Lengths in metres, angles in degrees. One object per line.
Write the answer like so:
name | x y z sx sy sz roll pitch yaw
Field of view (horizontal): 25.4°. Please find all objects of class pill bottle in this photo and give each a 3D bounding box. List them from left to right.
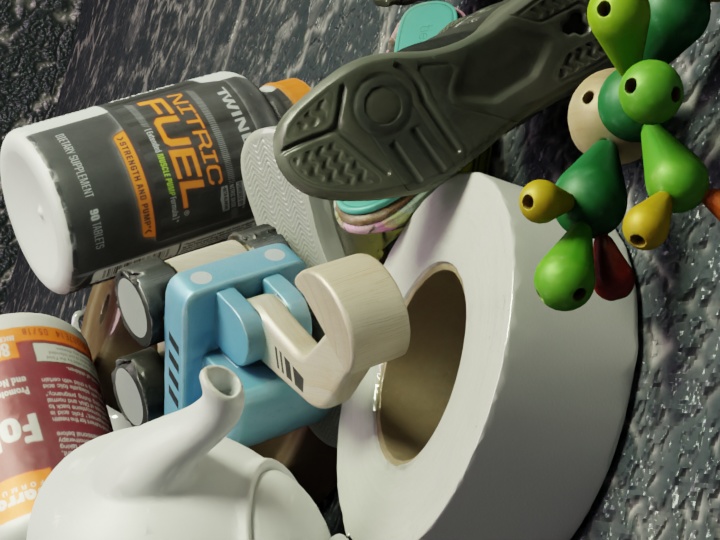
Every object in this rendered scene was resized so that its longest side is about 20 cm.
pill bottle | -0.195 0.136 0.957 0.114 0.114 0.201 -57 45 41
pill bottle | -0.117 -0.064 1.011 0.106 0.199 0.107 40 141 44

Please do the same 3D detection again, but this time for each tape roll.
tape roll | 0.058 0.056 0.811 0.202 0.070 0.204 -164 90 -70

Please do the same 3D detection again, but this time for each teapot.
teapot | -0.069 0.168 0.826 0.200 0.145 0.199 35 -137 -69

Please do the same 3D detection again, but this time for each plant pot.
plant pot | -0.094 0.046 1.090 0.200 0.174 0.201 -163 90 -71

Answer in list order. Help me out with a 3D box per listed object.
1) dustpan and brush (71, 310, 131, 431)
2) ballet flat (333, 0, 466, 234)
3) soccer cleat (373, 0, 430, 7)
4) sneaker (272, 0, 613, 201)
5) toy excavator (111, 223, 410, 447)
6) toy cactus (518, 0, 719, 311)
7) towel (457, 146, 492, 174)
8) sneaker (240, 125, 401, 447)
dustpan and brush | -0.161 0.123 1.143 0.057 0.139 0.201 0 110 39
ballet flat | 0.034 -0.076 0.942 0.201 0.069 0.071 -75 -26 -43
soccer cleat | 0.080 -0.210 0.971 0.200 0.086 0.070 0 117 52
sneaker | 0.041 -0.089 0.851 0.076 0.199 0.114 60 165 -1
toy excavator | -0.047 0.044 0.873 0.200 0.100 0.195 41 138 41
toy cactus | 0.131 -0.075 0.720 0.165 0.102 0.201 121 163 -89
towel | 0.052 -0.040 0.988 0.086 0.018 0.201 152 132 -63
sneaker | 0.000 0.000 0.994 0.073 0.115 0.201 -3 102 40
